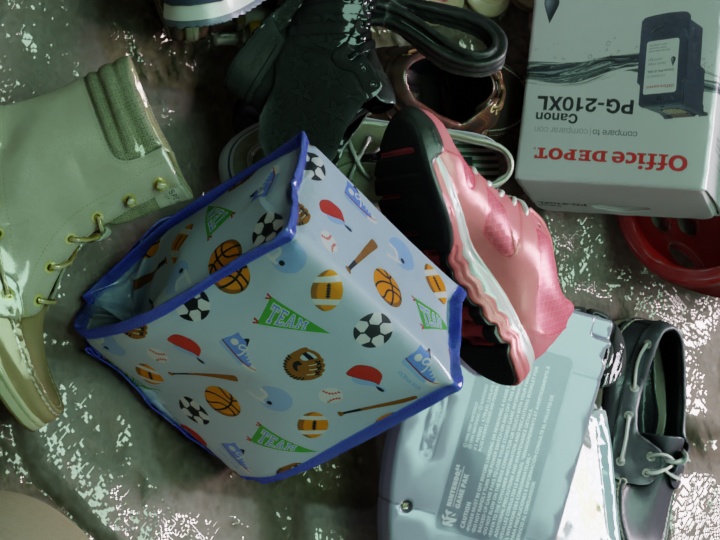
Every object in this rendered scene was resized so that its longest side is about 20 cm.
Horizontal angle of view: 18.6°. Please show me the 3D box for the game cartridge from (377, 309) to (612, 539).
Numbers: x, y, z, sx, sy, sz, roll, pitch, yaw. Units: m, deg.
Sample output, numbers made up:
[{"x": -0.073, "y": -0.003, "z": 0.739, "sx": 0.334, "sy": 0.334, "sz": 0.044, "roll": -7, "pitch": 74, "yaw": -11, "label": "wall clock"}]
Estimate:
[{"x": 0.086, "y": 0.113, "z": 1.502, "sx": 0.133, "sy": 0.040, "sz": 0.201, "roll": 17, "pitch": 89, "yaw": -19, "label": "game cartridge"}]

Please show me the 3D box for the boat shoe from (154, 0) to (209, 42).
[{"x": -0.150, "y": -0.246, "z": 1.442, "sx": 0.074, "sy": 0.075, "sz": 0.203, "roll": -11, "pitch": 104, "yaw": 2, "label": "boat shoe"}]

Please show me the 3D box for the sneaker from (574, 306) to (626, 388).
[{"x": 0.084, "y": 0.061, "z": 1.569, "sx": 0.199, "sy": 0.091, "sz": 0.076, "roll": 12, "pitch": 69, "yaw": -13, "label": "sneaker"}]

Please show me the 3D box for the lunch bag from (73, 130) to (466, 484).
[{"x": -0.059, "y": 0.034, "z": 1.391, "sx": 0.170, "sy": 0.200, "sz": 0.124, "roll": 43, "pitch": 31, "yaw": -24, "label": "lunch bag"}]

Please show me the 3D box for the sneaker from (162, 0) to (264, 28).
[{"x": -0.071, "y": -0.227, "z": 1.414, "sx": 0.200, "sy": 0.070, "sz": 0.082, "roll": -52, "pitch": 137, "yaw": -53, "label": "sneaker"}]

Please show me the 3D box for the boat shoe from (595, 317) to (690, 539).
[{"x": 0.216, "y": 0.134, "z": 1.667, "sx": 0.072, "sy": 0.063, "sz": 0.201, "roll": 8, "pitch": 78, "yaw": -37, "label": "boat shoe"}]

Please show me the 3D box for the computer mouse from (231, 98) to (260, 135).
[{"x": -0.072, "y": -0.075, "z": 1.497, "sx": 0.058, "sy": 0.034, "sz": 0.201, "roll": 25, "pitch": 75, "yaw": -19, "label": "computer mouse"}]

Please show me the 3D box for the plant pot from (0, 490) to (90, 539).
[{"x": -0.216, "y": 0.202, "z": 1.258, "sx": 0.200, "sy": 0.200, "sz": 0.135, "roll": 50, "pitch": 22, "yaw": -22, "label": "plant pot"}]

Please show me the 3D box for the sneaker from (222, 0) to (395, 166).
[{"x": -0.011, "y": -0.140, "z": 1.421, "sx": 0.104, "sy": 0.060, "sz": 0.200, "roll": 39, "pitch": 89, "yaw": 7, "label": "sneaker"}]

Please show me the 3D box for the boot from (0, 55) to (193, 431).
[{"x": -0.173, "y": -0.016, "z": 1.335, "sx": 0.154, "sy": 0.072, "sz": 0.201, "roll": -19, "pitch": 92, "yaw": -2, "label": "boot"}]

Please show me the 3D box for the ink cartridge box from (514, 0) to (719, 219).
[{"x": 0.200, "y": -0.147, "z": 1.623, "sx": 0.084, "sy": 0.144, "sz": 0.201, "roll": 36, "pitch": 59, "yaw": -70, "label": "ink cartridge box"}]

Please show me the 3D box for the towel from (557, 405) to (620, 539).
[{"x": 0.113, "y": 0.192, "z": 1.591, "sx": 0.171, "sy": 0.048, "sz": 0.201, "roll": -2, "pitch": 85, "yaw": -35, "label": "towel"}]

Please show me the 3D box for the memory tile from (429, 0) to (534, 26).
[{"x": 0.080, "y": -0.288, "z": 1.653, "sx": 0.153, "sy": 0.017, "sz": 0.201, "roll": -12, "pitch": 90, "yaw": -39, "label": "memory tile"}]

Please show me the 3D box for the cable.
[{"x": 0.000, "y": -0.173, "z": 1.490, "sx": 0.199, "sy": 0.050, "sz": 0.097, "roll": 11, "pitch": 50, "yaw": -5, "label": "cable"}]

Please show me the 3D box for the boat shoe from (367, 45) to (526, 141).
[{"x": 0.066, "y": -0.124, "z": 1.566, "sx": 0.200, "sy": 0.070, "sz": 0.071, "roll": -4, "pitch": 87, "yaw": -52, "label": "boat shoe"}]

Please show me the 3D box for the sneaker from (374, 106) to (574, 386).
[{"x": 0.078, "y": -0.027, "z": 1.445, "sx": 0.087, "sy": 0.074, "sz": 0.201, "roll": -36, "pitch": 112, "yaw": -28, "label": "sneaker"}]

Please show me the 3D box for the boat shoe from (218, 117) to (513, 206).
[{"x": 0.006, "y": -0.076, "z": 1.471, "sx": 0.199, "sy": 0.062, "sz": 0.072, "roll": -3, "pitch": 86, "yaw": -15, "label": "boat shoe"}]

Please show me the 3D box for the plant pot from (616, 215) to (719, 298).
[{"x": 0.326, "y": -0.068, "z": 1.700, "sx": 0.182, "sy": 0.200, "sz": 0.201, "roll": 15, "pitch": 74, "yaw": -38, "label": "plant pot"}]
